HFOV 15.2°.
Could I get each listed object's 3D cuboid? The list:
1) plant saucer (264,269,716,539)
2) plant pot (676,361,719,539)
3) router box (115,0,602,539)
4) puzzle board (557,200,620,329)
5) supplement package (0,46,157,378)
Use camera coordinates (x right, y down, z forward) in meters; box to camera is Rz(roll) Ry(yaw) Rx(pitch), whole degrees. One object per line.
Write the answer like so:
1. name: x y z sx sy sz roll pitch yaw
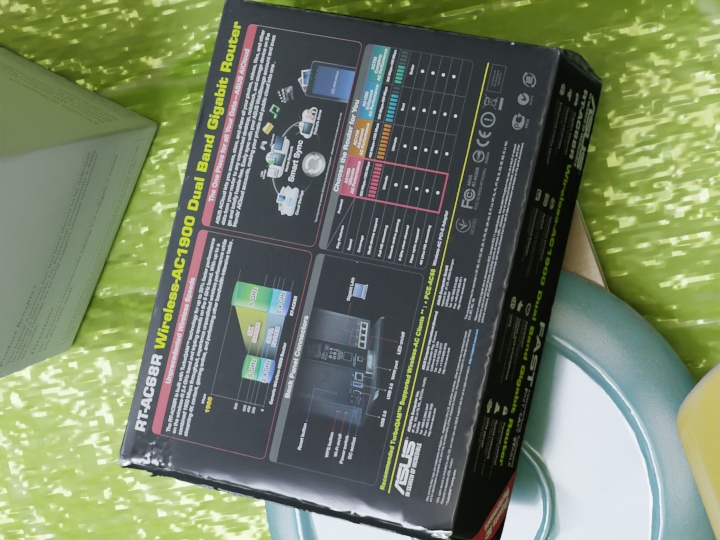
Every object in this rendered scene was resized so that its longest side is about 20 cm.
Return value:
1. plant saucer: 0.051 0.095 1.121 0.199 0.027 0.201 2 98 15
2. plant pot: 0.219 0.101 1.008 0.201 0.201 0.189 -36 72 18
3. router box: 0.000 0.000 1.084 0.149 0.062 0.201 12 86 23
4. puzzle board: 0.036 0.032 1.139 0.150 0.017 0.201 -20 92 17
5. supplement package: -0.186 -0.025 1.102 0.117 0.200 0.117 27 104 12
